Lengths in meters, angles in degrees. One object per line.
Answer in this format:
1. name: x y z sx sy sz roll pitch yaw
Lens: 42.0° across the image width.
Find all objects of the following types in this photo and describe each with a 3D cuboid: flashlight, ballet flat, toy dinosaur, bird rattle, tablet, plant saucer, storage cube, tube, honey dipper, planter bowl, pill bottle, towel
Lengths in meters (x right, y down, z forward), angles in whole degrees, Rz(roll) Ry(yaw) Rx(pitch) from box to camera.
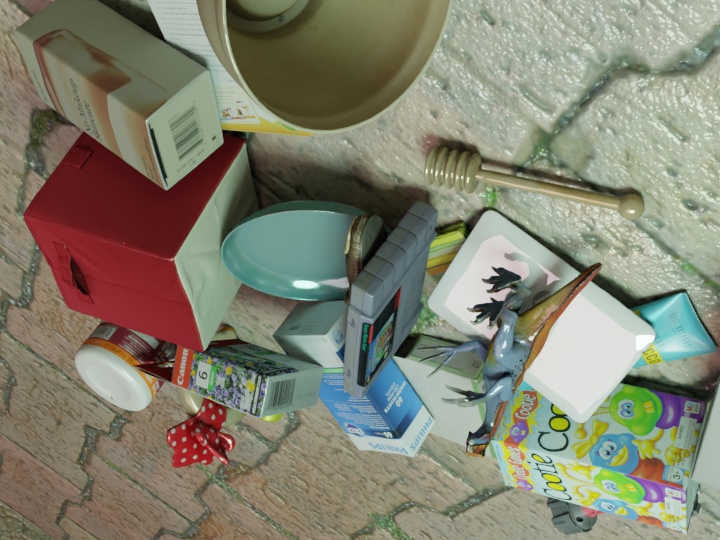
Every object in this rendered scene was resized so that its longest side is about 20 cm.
1. flashlight: 0.303 0.274 1.099 0.068 0.068 0.200 44 143 -7
2. ballet flat: 0.000 0.000 0.961 0.046 0.068 0.201 20 160 14
3. toy dinosaur: 0.141 0.100 0.899 0.197 0.106 0.183 -6 125 17
4. bird rattle: -0.198 0.169 1.282 0.112 0.199 0.165 -19 96 48
5. tablet: 0.172 0.047 0.918 0.199 0.014 0.131 37 121 9
6. plant saucer: -0.050 -0.022 1.004 0.197 0.028 0.201 0 152 0
7. storage cube: -0.225 -0.049 1.031 0.177 0.202 0.172 16 145 15
8. tube: 0.241 0.074 0.928 0.198 0.051 0.078 -19 126 33
9. honey dipper: 0.154 -0.074 0.839 0.197 0.038 0.038 15 141 19
10. planter bowl: -0.044 -0.223 0.708 0.134 0.199 0.202 38 156 45
11. pill bottle: -0.262 0.068 1.190 0.108 0.201 0.110 21 143 17
12. towel: 0.136 0.033 0.995 0.200 0.018 0.086 48 146 -20

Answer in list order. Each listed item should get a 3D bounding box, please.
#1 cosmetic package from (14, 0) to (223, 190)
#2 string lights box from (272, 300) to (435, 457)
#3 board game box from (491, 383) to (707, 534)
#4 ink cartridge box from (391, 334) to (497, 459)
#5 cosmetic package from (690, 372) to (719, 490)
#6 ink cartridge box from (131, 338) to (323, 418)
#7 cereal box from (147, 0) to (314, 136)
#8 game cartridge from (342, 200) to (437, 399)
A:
1. cosmetic package: -0.240 -0.183 0.935 0.199 0.087 0.104 34 152 25
2. string lights box: -0.007 0.130 1.115 0.102 0.059 0.201 -4 129 47
3. board game box: 0.253 0.185 0.989 0.197 0.104 0.105 10 145 27
4. ink cartridge box: 0.080 0.142 1.141 0.198 0.048 0.147 16 141 35
5. cosmetic package: 0.357 0.108 0.828 0.089 0.107 0.202 18 140 19
6. ink cartridge box: -0.154 0.112 1.076 0.198 0.108 0.051 15 98 31
7. cereal box: -0.122 -0.221 0.878 0.142 0.040 0.202 11 138 32
8. game cartridge: 0.029 0.038 0.960 0.038 0.130 0.201 25 147 14
